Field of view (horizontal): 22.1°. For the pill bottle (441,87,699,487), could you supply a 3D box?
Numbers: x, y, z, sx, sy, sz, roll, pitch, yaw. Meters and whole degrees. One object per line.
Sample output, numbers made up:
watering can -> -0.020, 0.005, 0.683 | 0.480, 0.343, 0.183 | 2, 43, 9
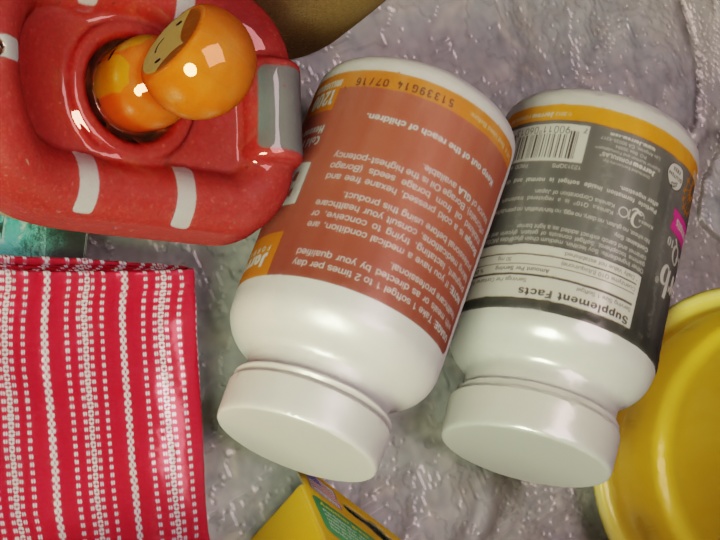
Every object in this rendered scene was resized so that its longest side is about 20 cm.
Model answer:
pill bottle -> 0.113, 0.010, 1.018 | 0.116, 0.116, 0.200 | 27, 67, -28

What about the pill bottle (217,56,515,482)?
pill bottle -> 0.000, 0.000, 0.942 | 0.112, 0.112, 0.200 | 33, 64, -26

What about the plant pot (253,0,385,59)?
plant pot -> -0.006, -0.221, 0.927 | 0.186, 0.200, 0.187 | 8, 76, -35

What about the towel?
towel -> -0.152, 0.064, 0.841 | 0.200, 0.022, 0.145 | 2, 82, -42

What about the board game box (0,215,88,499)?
board game box -> -0.194, -0.002, 0.857 | 0.135, 0.028, 0.201 | 14, 73, -32

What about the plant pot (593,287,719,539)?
plant pot -> 0.267, 0.108, 1.072 | 0.189, 0.200, 0.201 | 1, 80, -51

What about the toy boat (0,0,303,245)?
toy boat -> -0.097, -0.086, 0.843 | 0.200, 0.131, 0.131 | 6, 77, -37

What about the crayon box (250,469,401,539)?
crayon box -> 0.013, 0.184, 0.901 | 0.126, 0.200, 0.052 | 40, 97, -23
